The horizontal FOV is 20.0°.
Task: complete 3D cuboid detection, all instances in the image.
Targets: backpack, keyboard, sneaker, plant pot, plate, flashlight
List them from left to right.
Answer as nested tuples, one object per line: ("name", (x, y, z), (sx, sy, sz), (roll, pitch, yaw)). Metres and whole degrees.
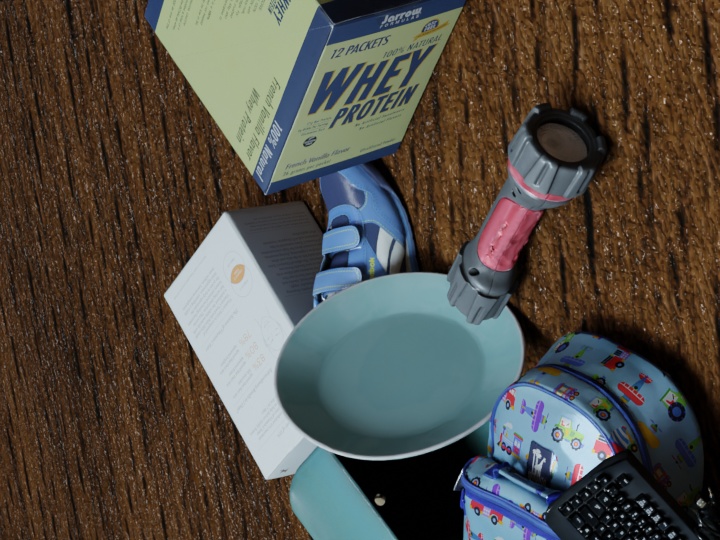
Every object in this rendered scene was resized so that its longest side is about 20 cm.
("sneaker", (0.000, 0.000, 1.692), (0.074, 0.082, 0.202), (-18, 90, 59))
("plant pot", (0.030, 0.183, 1.679), (0.142, 0.141, 0.200), (52, 153, 4))
("plate", (0.031, 0.078, 1.587), (0.200, 0.199, 0.026), (36, 152, 41))
("flashlight", (0.116, -0.035, 1.511), (0.068, 0.067, 0.201), (51, 142, 22))
("backpack", (0.160, 0.156, 1.488), (0.182, 0.134, 0.202), (30, 128, 45))
("keyboard", (0.223, 0.204, 1.398), (0.200, 0.104, 0.040), (46, -173, -21))

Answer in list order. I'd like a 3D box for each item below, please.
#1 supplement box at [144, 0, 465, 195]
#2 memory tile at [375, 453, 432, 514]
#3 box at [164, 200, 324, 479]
("supplement box", (-0.047, -0.210, 1.598), (0.200, 0.133, 0.201), (55, 145, 23))
("memory tile", (-0.005, 0.141, 1.836), (0.200, 0.017, 0.154), (51, 143, 29))
("box", (-0.065, 0.059, 1.779), (0.125, 0.097, 0.201), (-49, 62, 39))
